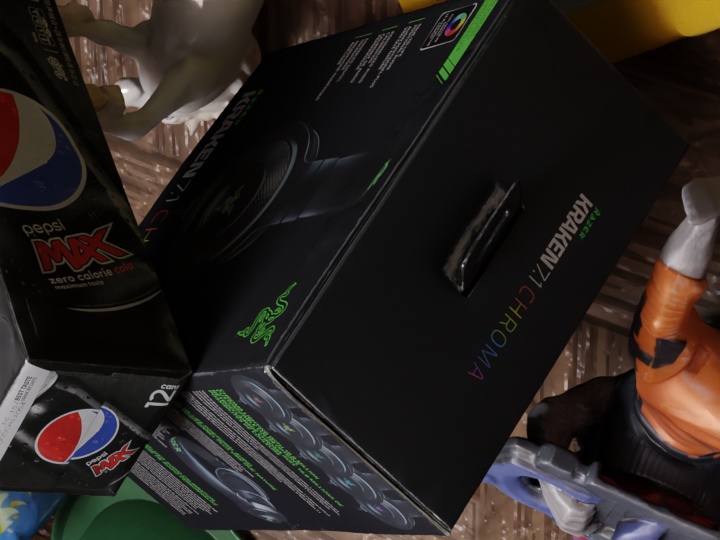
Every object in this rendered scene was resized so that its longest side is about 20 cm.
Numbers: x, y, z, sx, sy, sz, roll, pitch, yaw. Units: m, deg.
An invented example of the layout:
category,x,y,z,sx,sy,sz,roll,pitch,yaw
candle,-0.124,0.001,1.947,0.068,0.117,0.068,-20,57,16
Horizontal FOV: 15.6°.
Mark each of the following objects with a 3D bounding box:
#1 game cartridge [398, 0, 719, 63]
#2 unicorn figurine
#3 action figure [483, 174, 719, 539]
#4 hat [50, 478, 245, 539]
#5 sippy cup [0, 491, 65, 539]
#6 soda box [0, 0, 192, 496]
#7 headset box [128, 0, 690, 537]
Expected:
category,x,y,z,sx,sy,sz,roll,pitch,yaw
game cartridge,0.072,-0.160,0.932,0.200,0.032,0.177,-17,101,47
unicorn figurine,-0.071,-0.105,1.042,0.074,0.137,0.200,53,123,19
action figure,0.150,0.063,0.971,0.200,0.105,0.194,29,143,-6
hat,-0.139,0.198,1.226,0.165,0.176,0.200,33,132,23
sippy cup,-0.218,0.093,1.282,0.140,0.178,0.130,-41,95,19
soda box,-0.126,-0.019,0.928,0.071,0.063,0.200,-57,42,35
headset box,0.000,0.000,0.944,0.093,0.174,0.200,43,157,-21
